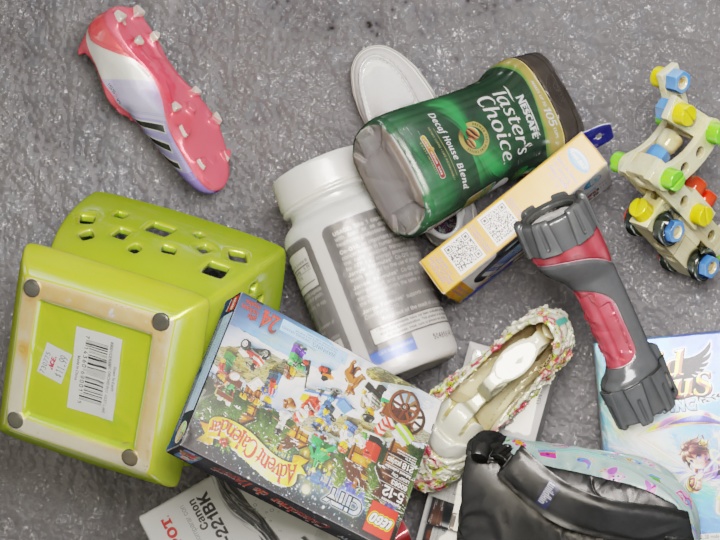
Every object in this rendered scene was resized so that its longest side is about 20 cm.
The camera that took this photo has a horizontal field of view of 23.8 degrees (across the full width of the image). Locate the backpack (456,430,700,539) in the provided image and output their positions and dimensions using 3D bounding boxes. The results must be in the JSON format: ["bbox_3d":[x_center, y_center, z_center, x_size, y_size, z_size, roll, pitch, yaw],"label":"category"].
[{"bbox_3d":[0.180,0.212,1.402,0.197,0.127,0.169,7,107,9],"label":"backpack"}]

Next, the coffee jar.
[{"bbox_3d":[0.097,-0.112,1.467,0.199,0.085,0.105,-27,85,-31],"label":"coffee jar"}]

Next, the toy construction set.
[{"bbox_3d":[0.291,-0.069,1.450,0.199,0.092,0.132,36,81,-26],"label":"toy construction set"}]

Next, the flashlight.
[{"bbox_3d":[0.194,0.036,1.409,0.067,0.068,0.202,-17,107,26],"label":"flashlight"}]

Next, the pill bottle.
[{"bbox_3d":[0.000,0.000,1.504,0.113,0.114,0.202,-22,82,8],"label":"pill bottle"}]

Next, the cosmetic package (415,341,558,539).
[{"bbox_3d":[0.110,0.170,1.501,0.082,0.051,0.202,14,88,10],"label":"cosmetic package"}]

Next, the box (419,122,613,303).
[{"bbox_3d":[0.146,-0.049,1.478,0.199,0.119,0.042,-37,80,6],"label":"box"}]

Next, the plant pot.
[{"bbox_3d":[-0.195,0.064,1.471,0.197,0.181,0.202,16,108,13],"label":"plant pot"}]

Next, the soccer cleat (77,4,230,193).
[{"bbox_3d":[-0.190,-0.151,1.585,0.076,0.067,0.201,-35,85,37],"label":"soccer cleat"}]

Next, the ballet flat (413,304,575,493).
[{"bbox_3d":[0.102,0.106,1.451,0.076,0.064,0.200,42,94,12],"label":"ballet flat"}]

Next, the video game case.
[{"bbox_3d":[0.306,0.144,1.471,0.197,0.045,0.184,-6,83,10],"label":"video game case"}]

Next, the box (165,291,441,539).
[{"bbox_3d":[-0.042,0.125,1.385,0.199,0.038,0.138,29,65,-18],"label":"box"}]

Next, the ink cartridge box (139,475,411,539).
[{"bbox_3d":[-0.070,0.235,1.467,0.199,0.084,0.145,-29,57,-7],"label":"ink cartridge box"}]

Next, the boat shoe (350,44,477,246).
[{"bbox_3d":[0.044,-0.113,1.527,0.071,0.068,0.202,-20,82,8],"label":"boat shoe"}]
